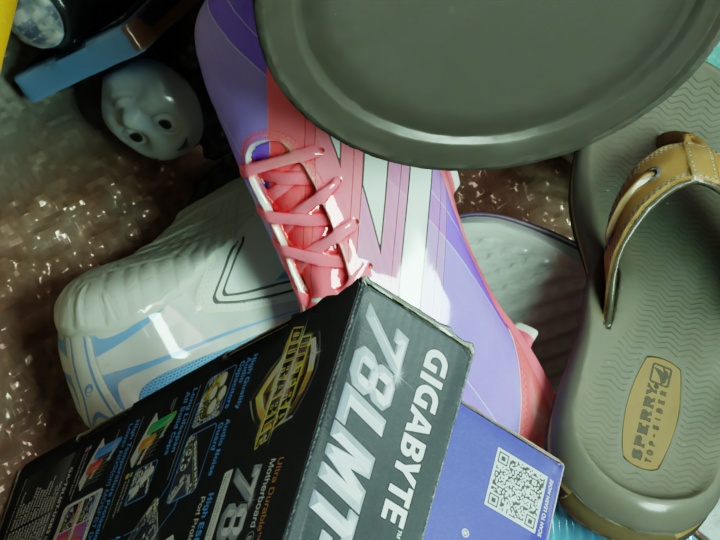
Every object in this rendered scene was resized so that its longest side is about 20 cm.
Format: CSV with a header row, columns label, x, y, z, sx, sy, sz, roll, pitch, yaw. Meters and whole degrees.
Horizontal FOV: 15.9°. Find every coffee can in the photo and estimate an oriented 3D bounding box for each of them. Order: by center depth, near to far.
label,x,y,z,sx,sy,sz,roll,pitch,yaw
coffee can,0.027,-0.153,0.801,0.146,0.146,0.201,20,39,-30

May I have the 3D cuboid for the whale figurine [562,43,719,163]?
label,x,y,z,sx,sy,sz,roll,pitch,yaw
whale figurine,0.138,-0.113,1.053,0.159,0.104,0.201,42,51,-16

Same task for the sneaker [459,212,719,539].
label,x,y,z,sx,sy,sz,roll,pitch,yaw
sneaker,0.113,0.037,0.951,0.200,0.073,0.114,35,7,5

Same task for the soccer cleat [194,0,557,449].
label,x,y,z,sx,sy,sz,roll,pitch,yaw
soccer cleat,0.000,0.000,0.841,0.076,0.066,0.201,-46,114,-37

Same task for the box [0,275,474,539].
label,x,y,z,sx,sy,sz,roll,pitch,yaw
box,-0.062,0.121,0.734,0.050,0.198,0.201,32,54,-24

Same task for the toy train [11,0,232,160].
label,x,y,z,sx,sy,sz,roll,pitch,yaw
toy train,-0.048,-0.121,0.927,0.115,0.086,0.200,53,49,-15

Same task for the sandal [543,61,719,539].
label,x,y,z,sx,sy,sz,roll,pitch,yaw
sandal,0.104,-0.001,0.865,0.081,0.055,0.201,18,52,1

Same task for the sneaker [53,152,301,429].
label,x,y,z,sx,sy,sz,roll,pitch,yaw
sneaker,-0.033,0.002,0.904,0.200,0.071,0.073,-37,121,-45

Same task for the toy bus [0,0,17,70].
label,x,y,z,sx,sy,sz,roll,pitch,yaw
toy bus,-0.147,-0.120,0.851,0.065,0.078,0.201,26,57,-27

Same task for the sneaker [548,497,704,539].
label,x,y,z,sx,sy,sz,roll,pitch,yaw
sneaker,0.100,0.123,0.914,0.077,0.081,0.200,-48,135,2

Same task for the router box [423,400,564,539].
label,x,y,z,sx,sy,sz,roll,pitch,yaw
router box,-0.032,0.155,0.758,0.049,0.179,0.201,31,55,-22
